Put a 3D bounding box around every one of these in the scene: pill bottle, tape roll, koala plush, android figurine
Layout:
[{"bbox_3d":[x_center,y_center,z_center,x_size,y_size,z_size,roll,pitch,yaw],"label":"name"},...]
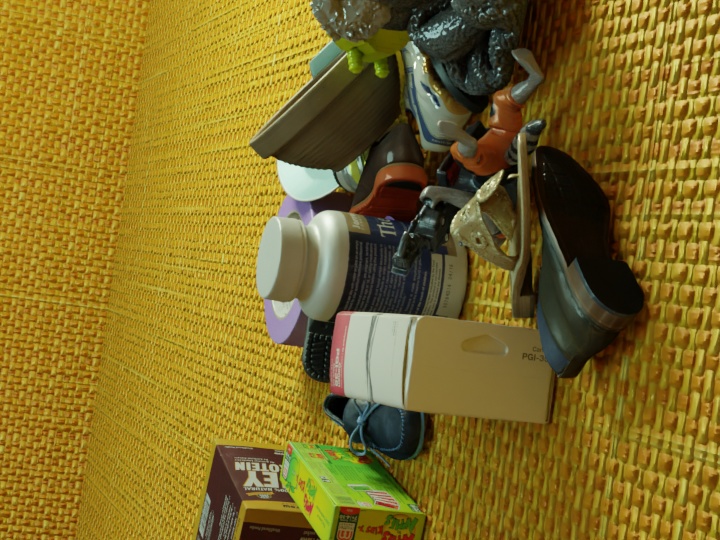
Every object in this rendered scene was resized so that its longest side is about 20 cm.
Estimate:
[{"bbox_3d":[0.000,0.000,1.548,0.111,0.197,0.113,-172,90,-70],"label":"pill bottle"},{"bbox_3d":[-0.064,-0.003,1.944,0.200,0.065,0.203,-171,90,-71],"label":"tape roll"},{"bbox_3d":[0.060,-0.265,1.438,0.185,0.197,0.179,97,-173,-53],"label":"koala plush"},{"bbox_3d":[-0.003,-0.294,1.532,0.041,0.181,0.203,-12,85,35],"label":"android figurine"}]

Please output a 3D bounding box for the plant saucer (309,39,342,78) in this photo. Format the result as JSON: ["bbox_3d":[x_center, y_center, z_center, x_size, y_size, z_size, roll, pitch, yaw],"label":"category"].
[{"bbox_3d":[0.020,-0.285,1.653,0.199,0.019,0.070,-40,9,19],"label":"plant saucer"}]

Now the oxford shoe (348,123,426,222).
[{"bbox_3d":[0.032,-0.099,1.682,0.200,0.070,0.074,135,138,-68],"label":"oxford shoe"}]

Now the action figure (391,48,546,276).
[{"bbox_3d":[0.108,-0.073,1.371,0.201,0.104,0.195,-58,-21,-30],"label":"action figure"}]

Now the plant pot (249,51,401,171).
[{"bbox_3d":[-0.022,-0.174,1.672,0.200,0.093,0.201,-42,8,7],"label":"plant pot"}]

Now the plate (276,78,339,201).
[{"bbox_3d":[-0.030,-0.175,1.896,0.199,0.025,0.202,-29,48,38],"label":"plate"}]

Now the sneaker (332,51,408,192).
[{"bbox_3d":[0.030,-0.186,1.767,0.076,0.075,0.203,12,91,40],"label":"sneaker"}]

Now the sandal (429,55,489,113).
[{"bbox_3d":[0.102,-0.246,1.558,0.048,0.075,0.202,-38,43,33],"label":"sandal"}]

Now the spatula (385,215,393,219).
[{"bbox_3d":[0.023,0.021,1.731,0.057,0.020,0.201,52,140,32],"label":"spatula"}]

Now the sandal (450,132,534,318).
[{"bbox_3d":[0.111,-0.028,1.303,0.213,0.069,0.078,80,-171,-52],"label":"sandal"}]

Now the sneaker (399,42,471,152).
[{"bbox_3d":[0.066,-0.210,1.634,0.201,0.074,0.089,-101,27,-46],"label":"sneaker"}]

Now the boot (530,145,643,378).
[{"bbox_3d":[0.164,-0.009,1.269,0.202,0.074,0.097,-103,31,-42],"label":"boot"}]

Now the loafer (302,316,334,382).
[{"bbox_3d":[-0.029,0.031,1.813,0.071,0.072,0.203,55,-130,-88],"label":"loafer"}]

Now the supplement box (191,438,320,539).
[{"bbox_3d":[-0.117,0.338,1.853,0.200,0.131,0.200,-132,53,-66],"label":"supplement box"}]

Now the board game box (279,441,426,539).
[{"bbox_3d":[-0.012,0.241,1.634,0.200,0.100,0.048,-142,63,-69],"label":"board game box"}]

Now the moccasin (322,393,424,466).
[{"bbox_3d":[0.010,0.167,1.650,0.200,0.067,0.082,171,107,-70],"label":"moccasin"}]

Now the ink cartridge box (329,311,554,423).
[{"bbox_3d":[0.071,0.085,1.389,0.200,0.145,0.084,180,97,-71],"label":"ink cartridge box"}]
